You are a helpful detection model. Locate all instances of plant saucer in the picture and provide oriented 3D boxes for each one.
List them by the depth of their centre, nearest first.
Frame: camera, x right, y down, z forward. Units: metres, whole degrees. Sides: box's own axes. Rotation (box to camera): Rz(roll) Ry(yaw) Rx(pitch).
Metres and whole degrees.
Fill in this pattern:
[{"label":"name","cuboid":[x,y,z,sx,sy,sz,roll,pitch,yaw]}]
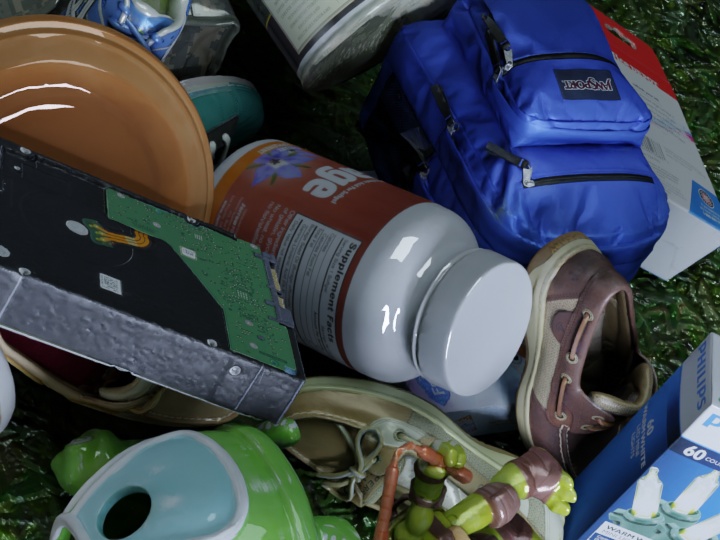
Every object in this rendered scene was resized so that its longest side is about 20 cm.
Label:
[{"label":"plant saucer","cuboid":[-0.179,-0.045,0.944,0.200,0.200,0.037,10,11,-22]}]

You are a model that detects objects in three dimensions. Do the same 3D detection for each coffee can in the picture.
[{"label":"coffee can","cuboid":[-0.032,-0.241,1.080,0.146,0.146,0.200,-28,81,-41]}]

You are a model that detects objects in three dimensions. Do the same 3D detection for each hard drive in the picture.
[{"label":"hard drive","cuboid":[-0.131,0.001,0.877,0.200,0.038,0.140,22,25,-23]}]

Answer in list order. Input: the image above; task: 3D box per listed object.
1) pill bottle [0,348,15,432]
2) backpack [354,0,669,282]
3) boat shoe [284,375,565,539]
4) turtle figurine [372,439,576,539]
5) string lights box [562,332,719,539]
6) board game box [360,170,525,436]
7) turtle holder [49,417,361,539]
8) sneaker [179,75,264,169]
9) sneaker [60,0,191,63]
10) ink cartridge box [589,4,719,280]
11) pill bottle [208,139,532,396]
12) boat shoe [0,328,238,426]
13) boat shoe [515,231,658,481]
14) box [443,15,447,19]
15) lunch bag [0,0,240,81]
[{"label":"pill bottle","cuboid":[-0.272,0.100,0.815,0.114,0.114,0.200,34,45,1]},{"label":"backpack","cuboid":[0.105,-0.071,1.071,0.162,0.168,0.200,-5,57,-23]},{"label":"boat shoe","cuboid":[0.035,0.129,0.992,0.201,0.073,0.063,29,41,-15]},{"label":"turtle figurine","cuboid":[0.041,0.163,0.904,0.161,0.200,0.064,-15,30,-41]},{"label":"string lights box","cuboid":[0.202,0.131,0.988,0.103,0.200,0.059,22,46,-10]},{"label":"board game box","cuboid":[0.077,0.017,1.127,0.199,0.043,0.200,-4,55,-33]},{"label":"turtle holder","cuboid":[-0.095,0.139,0.861,0.132,0.141,0.186,-6,58,-28]},{"label":"sneaker","cuboid":[-0.137,-0.063,1.063,0.200,0.071,0.080,-23,67,-31]},{"label":"sneaker","cuboid":[-0.157,-0.135,0.984,0.076,0.077,0.200,29,76,-23]},{"label":"ink cartridge box","cuboid":[0.198,-0.104,1.254,0.116,0.067,0.200,24,40,-41]},{"label":"pill bottle","cuboid":[0.000,0.000,0.998,0.200,0.112,0.112,24,37,33]},{"label":"boat shoe","cuboid":[-0.138,0.051,0.925,0.200,0.074,0.069,23,4,-35]},{"label":"boat shoe","cuboid":[0.145,0.070,1.012,0.072,0.200,0.072,-28,44,-26]},{"label":"box","cuboid":[0.041,-0.279,1.248,0.198,0.200,0.123,-26,69,-40]},{"label":"lunch bag","cuboid":[-0.204,-0.190,1.099,0.200,0.118,0.164,-4,53,-25]}]
